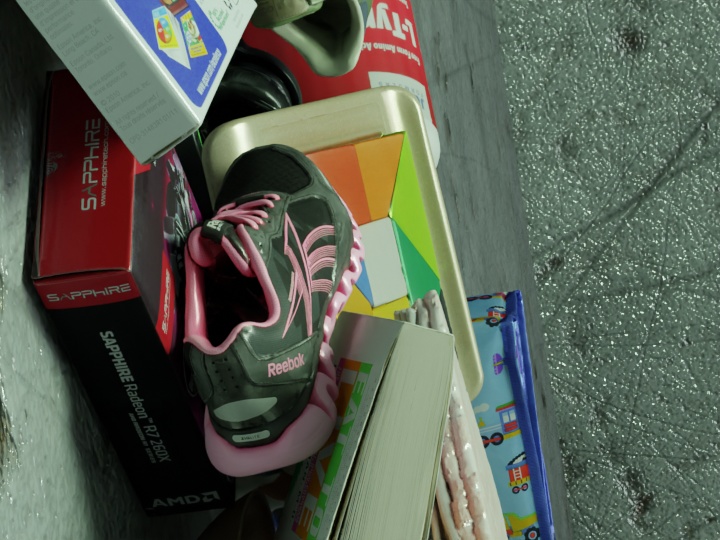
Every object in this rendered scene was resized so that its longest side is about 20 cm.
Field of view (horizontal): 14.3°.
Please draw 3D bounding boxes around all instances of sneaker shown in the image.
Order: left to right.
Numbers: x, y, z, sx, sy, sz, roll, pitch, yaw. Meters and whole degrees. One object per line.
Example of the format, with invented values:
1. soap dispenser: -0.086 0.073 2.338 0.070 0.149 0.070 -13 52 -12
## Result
1. sneaker: -0.050 -0.002 1.351 0.201 0.079 0.096 -90 157 -47
2. sneaker: -0.043 -0.174 1.529 0.200 0.067 0.090 44 43 -56

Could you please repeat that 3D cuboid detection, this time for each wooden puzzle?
1. wooden puzzle: 0.000 0.000 1.524 0.200 0.037 0.186 -18 96 -58

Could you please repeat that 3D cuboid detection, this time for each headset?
1. headset: -0.052 -0.066 1.606 0.200 0.093 0.124 48 34 -54

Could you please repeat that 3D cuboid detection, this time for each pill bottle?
1. pill bottle: -0.013 -0.105 1.766 0.112 0.111 0.201 61 16 -66

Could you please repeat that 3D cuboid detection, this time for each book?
1. book: 0.001 0.088 1.352 0.200 0.048 0.135 178 -73 -82

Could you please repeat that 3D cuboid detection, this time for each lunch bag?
1. lunch bag: 0.044 0.128 1.862 0.094 0.149 0.202 -58 139 -76

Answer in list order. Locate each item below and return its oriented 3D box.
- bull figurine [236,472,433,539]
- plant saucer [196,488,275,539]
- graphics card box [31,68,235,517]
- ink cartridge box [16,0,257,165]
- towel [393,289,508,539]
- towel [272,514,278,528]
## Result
1. bull figurine: -0.017 0.093 1.601 0.065 0.120 0.202 -10 92 -80
2. plant saucer: -0.065 0.209 1.423 0.200 0.036 0.202 -1 90 -84
3. graphics card box: -0.103 0.012 1.359 0.201 0.050 0.126 73 12 -51
4. ink cartridge box: -0.128 -0.164 1.291 0.200 0.047 0.198 52 18 -13
5. towel: 0.059 0.143 1.476 0.201 0.032 0.192 -100 174 -45
6. towel: -0.040 0.255 1.664 0.145 0.024 0.201 64 19 -57
